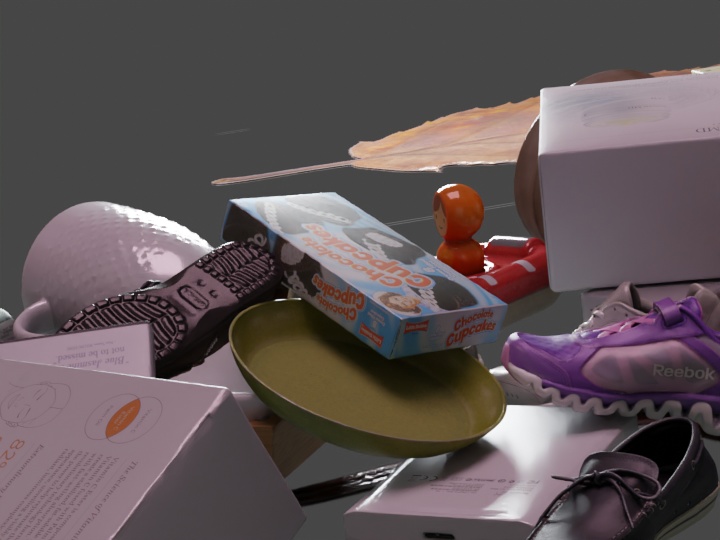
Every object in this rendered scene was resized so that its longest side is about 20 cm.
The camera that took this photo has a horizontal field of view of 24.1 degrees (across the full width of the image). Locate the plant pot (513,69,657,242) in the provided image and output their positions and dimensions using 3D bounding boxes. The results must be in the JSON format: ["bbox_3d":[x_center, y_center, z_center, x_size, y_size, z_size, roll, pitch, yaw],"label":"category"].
[{"bbox_3d":[0.274,-0.070,1.601,0.200,0.200,0.174,-13,31,-22],"label":"plant pot"}]

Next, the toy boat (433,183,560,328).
[{"bbox_3d":[0.089,-0.014,1.533,0.130,0.131,0.200,5,18,44],"label":"toy boat"}]

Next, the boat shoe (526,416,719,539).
[{"bbox_3d":[0.148,0.140,1.001,0.075,0.062,0.200,6,20,40],"label":"boat shoe"}]

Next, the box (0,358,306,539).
[{"bbox_3d":[-0.161,0.145,0.946,0.200,0.106,0.152,4,45,40],"label":"box"}]

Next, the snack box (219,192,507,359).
[{"bbox_3d":[0.000,0.000,1.270,0.116,0.037,0.200,-7,31,-45],"label":"snack box"}]

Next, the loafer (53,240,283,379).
[{"bbox_3d":[-0.138,0.052,1.209,0.200,0.071,0.073,-26,55,-30],"label":"loafer"}]

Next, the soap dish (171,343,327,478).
[{"bbox_3d":[-0.119,0.107,1.254,0.200,0.081,0.157,-3,14,23],"label":"soap dish"}]

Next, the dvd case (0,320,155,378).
[{"bbox_3d":[-0.201,0.126,1.091,0.143,0.018,0.200,-8,54,0],"label":"dvd case"}]

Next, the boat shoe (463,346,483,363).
[{"bbox_3d":[-0.001,0.071,1.382,0.201,0.060,0.072,-7,14,3],"label":"boat shoe"}]

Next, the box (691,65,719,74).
[{"bbox_3d":[0.407,-0.108,1.647,0.097,0.176,0.200,-9,13,-4],"label":"box"}]

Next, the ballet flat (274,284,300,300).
[{"bbox_3d":[-0.063,0.022,1.358,0.200,0.064,0.067,-11,30,-5],"label":"ballet flat"}]

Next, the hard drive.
[{"bbox_3d":[0.092,0.136,1.128,0.132,0.026,0.200,-1,15,28],"label":"hard drive"}]

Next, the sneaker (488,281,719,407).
[{"bbox_3d":[0.181,0.056,1.257,0.200,0.092,0.076,-10,13,17],"label":"sneaker"}]

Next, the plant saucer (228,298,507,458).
[{"bbox_3d":[0.002,0.078,1.172,0.200,0.031,0.200,14,22,-6],"label":"plant saucer"}]

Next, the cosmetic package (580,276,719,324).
[{"bbox_3d":[0.276,0.029,1.372,0.101,0.071,0.200,6,19,41],"label":"cosmetic package"}]

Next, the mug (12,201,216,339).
[{"bbox_3d":[-0.214,0.032,1.500,0.200,0.148,0.175,-25,27,-37],"label":"mug"}]

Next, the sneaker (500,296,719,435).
[{"bbox_3d":[0.199,0.057,1.169,0.200,0.089,0.080,9,15,-1],"label":"sneaker"}]

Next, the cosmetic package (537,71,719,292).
[{"bbox_3d":[0.250,-0.079,1.386,0.199,0.123,0.200,-5,21,8],"label":"cosmetic package"}]

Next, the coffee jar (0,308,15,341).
[{"bbox_3d":[-0.386,0.094,1.456,0.104,0.085,0.200,1,15,24],"label":"coffee jar"}]

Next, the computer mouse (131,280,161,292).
[{"bbox_3d":[-0.232,0.094,1.352,0.200,0.139,0.053,-22,55,-30],"label":"computer mouse"}]
